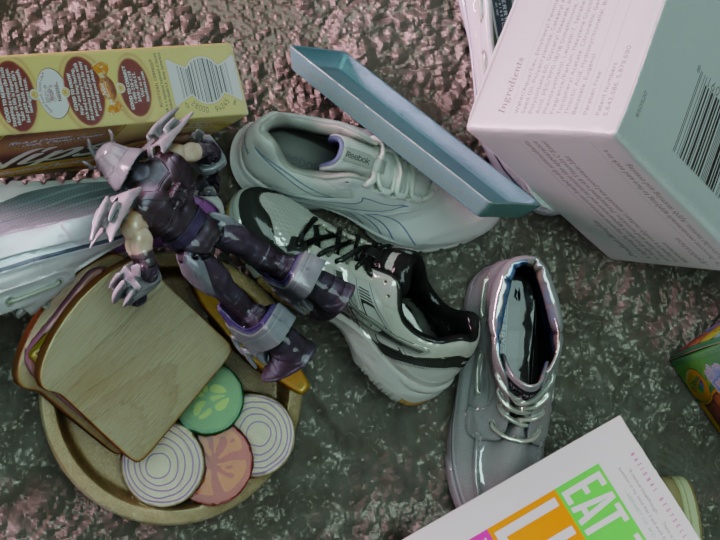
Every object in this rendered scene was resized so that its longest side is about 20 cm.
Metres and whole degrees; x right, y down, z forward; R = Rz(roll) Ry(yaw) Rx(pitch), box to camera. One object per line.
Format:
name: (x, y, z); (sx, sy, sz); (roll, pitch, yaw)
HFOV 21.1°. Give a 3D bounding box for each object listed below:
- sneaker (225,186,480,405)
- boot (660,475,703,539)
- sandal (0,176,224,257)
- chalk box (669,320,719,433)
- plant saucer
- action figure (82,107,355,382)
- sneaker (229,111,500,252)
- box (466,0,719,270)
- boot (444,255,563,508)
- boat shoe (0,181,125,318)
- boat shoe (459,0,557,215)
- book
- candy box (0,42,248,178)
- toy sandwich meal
sneaker: (0.000, 0.000, 1.328); (0.200, 0.088, 0.076); (40, 42, -8)
boot: (0.152, 0.232, 1.337); (0.153, 0.072, 0.202); (10, 81, -4)
sandal: (-0.192, -0.025, 1.319); (0.200, 0.083, 0.050); (-1, 61, 4)
chalk box: (0.309, 0.067, 1.356); (0.124, 0.125, 0.201); (-35, 87, -12)
plant saucer: (0.034, -0.095, 1.330); (0.200, 0.070, 0.019); (39, 112, 28)
action figure: (-0.102, -0.016, 1.236); (0.200, 0.069, 0.131); (42, 66, -20)
sneaker: (0.007, -0.063, 1.350); (0.198, 0.087, 0.075); (11, 79, -7)
box: (0.202, -0.131, 1.312); (0.199, 0.130, 0.202); (37, 68, -43)
boot: (0.101, 0.090, 1.336); (0.073, 0.096, 0.202); (0, 82, -8)
boat shoe: (-0.225, -0.003, 1.243); (0.198, 0.073, 0.067); (-16, 116, -21)
boat shoe: (0.114, -0.139, 1.379); (0.073, 0.067, 0.202); (-19, 85, -10)
book: (0.122, 0.203, 1.290); (0.199, 0.048, 0.134); (-29, 73, -7)
candy box: (-0.187, -0.103, 1.272); (0.199, 0.115, 0.056); (-8, 81, -40)
toy sandwich meal: (-0.127, 0.076, 1.300); (0.203, 0.070, 0.208); (0, 91, -17)
